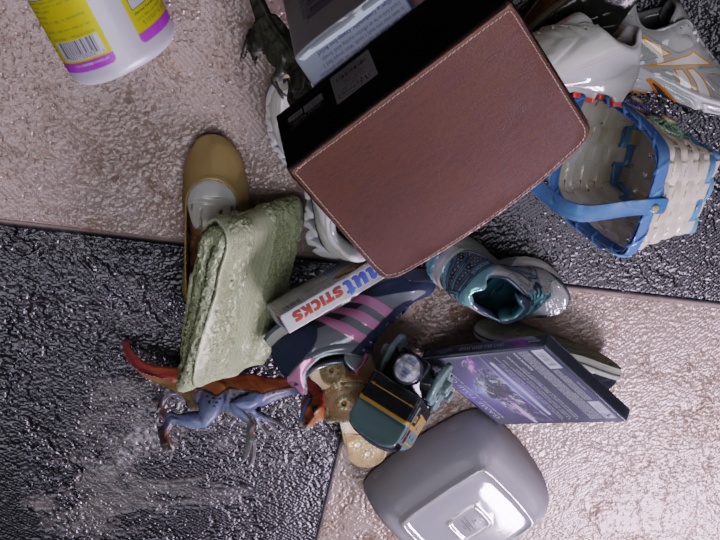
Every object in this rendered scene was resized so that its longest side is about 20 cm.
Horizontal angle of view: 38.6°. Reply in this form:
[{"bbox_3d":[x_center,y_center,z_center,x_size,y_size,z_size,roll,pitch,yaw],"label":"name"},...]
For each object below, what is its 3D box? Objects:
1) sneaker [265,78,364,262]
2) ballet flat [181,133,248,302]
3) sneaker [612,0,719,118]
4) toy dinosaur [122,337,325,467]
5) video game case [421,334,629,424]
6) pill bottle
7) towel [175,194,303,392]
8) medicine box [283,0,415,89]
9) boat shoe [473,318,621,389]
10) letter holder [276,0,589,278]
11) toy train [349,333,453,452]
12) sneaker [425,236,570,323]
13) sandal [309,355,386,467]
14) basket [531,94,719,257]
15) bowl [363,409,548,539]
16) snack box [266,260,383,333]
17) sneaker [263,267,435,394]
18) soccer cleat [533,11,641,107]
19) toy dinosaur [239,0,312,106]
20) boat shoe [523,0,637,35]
[{"bbox_3d":[-0.032,-0.097,1.007,0.075,0.081,0.202,-28,117,-15],"label":"sneaker"},{"bbox_3d":[-0.149,-0.036,1.044,0.068,0.063,0.202,2,120,-7],"label":"ballet flat"},{"bbox_3d":[0.318,-0.214,1.015,0.198,0.076,0.093,11,113,-17],"label":"sneaker"},{"bbox_3d":[-0.137,0.141,1.129,0.180,0.105,0.201,-24,119,0],"label":"toy dinosaur"},{"bbox_3d":[0.178,0.125,1.139,0.143,0.199,0.019,41,62,-24],"label":"video game case"},{"bbox_3d":[-0.244,-0.268,0.869,0.103,0.105,0.201,-22,121,4],"label":"pill bottle"},{"bbox_3d":[-0.121,0.025,1.052,0.036,0.148,0.202,27,118,26],"label":"towel"},{"bbox_3d":[0.028,-0.174,0.923,0.102,0.183,0.200,-33,120,11],"label":"medicine box"},{"bbox_3d":[0.211,0.107,1.182,0.198,0.075,0.063,20,105,-25],"label":"boat shoe"},{"bbox_3d":[0.057,-0.110,0.801,0.199,0.101,0.142,-36,121,12],"label":"letter holder"},{"bbox_3d":[0.044,0.140,1.112,0.085,0.200,0.115,31,82,12],"label":"toy train"},{"bbox_3d":[0.159,0.030,1.105,0.199,0.086,0.078,14,116,-37],"label":"sneaker"},{"bbox_3d":[-0.008,0.157,1.176,0.077,0.070,0.213,-18,121,1],"label":"sandal"},{"bbox_3d":[0.232,-0.099,1.011,0.198,0.176,0.140,-10,125,-26],"label":"basket"},{"bbox_3d":[0.126,0.289,1.276,0.199,0.075,0.200,-35,118,11],"label":"bowl"},{"bbox_3d":[0.000,0.000,1.053,0.199,0.072,0.024,-30,103,-11],"label":"snack box"},{"bbox_3d":[0.002,0.065,1.099,0.198,0.083,0.070,-24,164,-7],"label":"sneaker"},{"bbox_3d":[0.170,-0.196,0.926,0.198,0.069,0.078,0,111,-29],"label":"soccer cleat"},{"bbox_3d":[-0.082,-0.204,0.928,0.047,0.201,0.088,-26,159,-10],"label":"toy dinosaur"},{"bbox_3d":[0.217,-0.268,0.965,0.075,0.074,0.200,22,134,-35],"label":"boat shoe"}]
